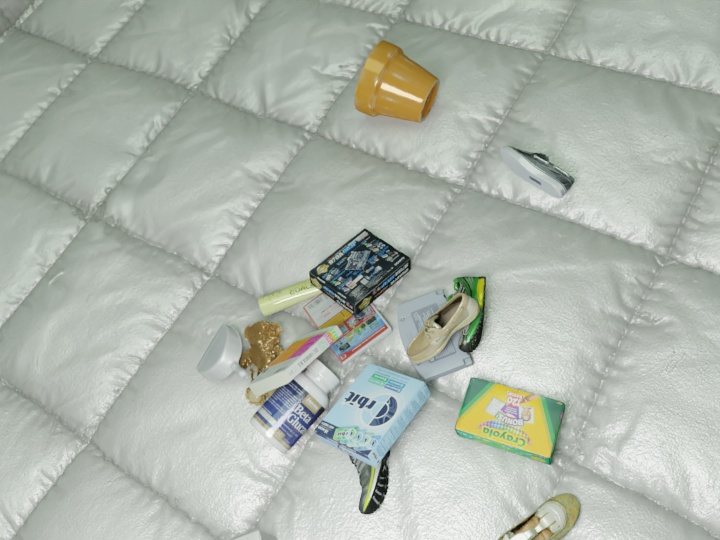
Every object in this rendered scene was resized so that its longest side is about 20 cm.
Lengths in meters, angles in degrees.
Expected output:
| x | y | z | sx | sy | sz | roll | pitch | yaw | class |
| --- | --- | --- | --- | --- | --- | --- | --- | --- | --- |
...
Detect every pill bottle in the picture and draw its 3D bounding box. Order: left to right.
| x | y | z | sx | sy | sz | roll | pitch | yaw | class |
| --- | --- | --- | --- | --- | --- | --- | --- | --- | --- |
| -0.140 | 0.296 | 1.516 | 0.111 | 0.111 | 0.200 | 35 | 76 | 30 | pill bottle |

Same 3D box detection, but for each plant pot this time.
| x | y | z | sx | sy | sz | roll | pitch | yaw | class |
| --- | --- | --- | --- | --- | --- | --- | --- | --- | --- |
| 0.109 | -0.497 | 1.864 | 0.183 | 0.200 | 0.201 | 25 | 70 | 10 | plant pot |

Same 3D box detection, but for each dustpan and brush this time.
| x | y | z | sx | sy | sz | roll | pitch | yaw | class |
| --- | --- | --- | --- | --- | --- | --- | --- | --- | --- |
| -0.313 | 0.216 | 1.619 | 0.140 | 0.057 | 0.200 | -59 | 26 | -5 | dustpan and brush |

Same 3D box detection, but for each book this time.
| x | y | z | sx | sy | sz | roll | pitch | yaw | class |
| --- | --- | --- | --- | --- | --- | --- | --- | --- | --- |
| -0.142 | 0.196 | 1.514 | 0.133 | 0.048 | 0.200 | -28 | 7 | 41 | book |

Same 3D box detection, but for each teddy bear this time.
| x | y | z | sx | sy | sz | roll | pitch | yaw | class |
| --- | --- | --- | --- | --- | --- | --- | --- | --- | --- |
| -0.225 | 0.221 | 1.619 | 0.145 | 0.067 | 0.201 | -35 | 56 | 16 | teddy bear |

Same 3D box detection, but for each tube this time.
| x | y | z | sx | sy | sz | roll | pitch | yaw | class |
| --- | --- | --- | --- | --- | --- | --- | --- | --- | --- |
| -0.155 | 0.055 | 1.697 | 0.199 | 0.052 | 0.058 | -22 | 70 | 3 | tube |

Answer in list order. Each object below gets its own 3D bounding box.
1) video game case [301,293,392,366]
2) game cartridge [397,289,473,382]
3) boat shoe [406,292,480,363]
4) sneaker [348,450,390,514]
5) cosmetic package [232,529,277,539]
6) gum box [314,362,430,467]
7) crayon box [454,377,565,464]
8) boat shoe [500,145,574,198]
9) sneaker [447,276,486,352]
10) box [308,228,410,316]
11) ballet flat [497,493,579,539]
| x | y | z | sx | sy | sz | roll | pitch | yaw | class |
| --- | --- | --- | --- | --- | --- | --- | --- | --- | --- |
| -0.035 | 0.114 | 1.645 | 0.143 | 0.017 | 0.200 | -35 | 57 | -5 | video game case |
| 0.160 | 0.150 | 1.556 | 0.133 | 0.041 | 0.201 | -19 | 57 | 1 | game cartridge |
| 0.166 | 0.122 | 1.478 | 0.200 | 0.065 | 0.072 | -43 | 41 | 19 | boat shoe |
| 0.015 | 0.411 | 1.436 | 0.081 | 0.074 | 0.201 | -6 | 52 | 21 | sneaker |
| -0.269 | 0.607 | 1.380 | 0.199 | 0.108 | 0.085 | -20 | 57 | 3 | cosmetic package |
| 0.025 | 0.301 | 1.449 | 0.169 | 0.045 | 0.200 | 11 | 49 | 45 | gum box |
| 0.308 | 0.308 | 1.407 | 0.199 | 0.058 | 0.119 | 13 | 65 | 23 | crayon box |
| 0.436 | -0.258 | 1.685 | 0.068 | 0.072 | 0.200 | -45 | 61 | -9 | boat shoe |
| 0.235 | 0.098 | 1.532 | 0.085 | 0.078 | 0.201 | 3 | 48 | 11 | sneaker |
| 0.000 | 0.000 | 1.654 | 0.159 | 0.046 | 0.200 | 34 | 59 | 30 | box |
| 0.333 | 0.490 | 1.290 | 0.200 | 0.071 | 0.071 | -34 | 57 | -5 | ballet flat |
